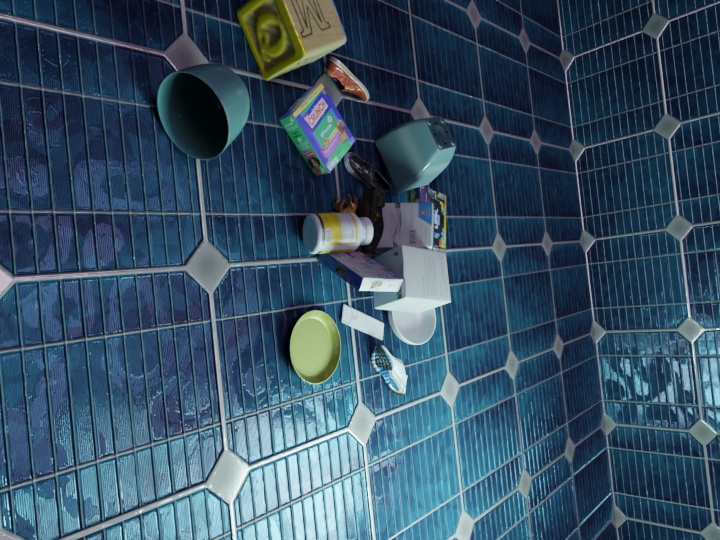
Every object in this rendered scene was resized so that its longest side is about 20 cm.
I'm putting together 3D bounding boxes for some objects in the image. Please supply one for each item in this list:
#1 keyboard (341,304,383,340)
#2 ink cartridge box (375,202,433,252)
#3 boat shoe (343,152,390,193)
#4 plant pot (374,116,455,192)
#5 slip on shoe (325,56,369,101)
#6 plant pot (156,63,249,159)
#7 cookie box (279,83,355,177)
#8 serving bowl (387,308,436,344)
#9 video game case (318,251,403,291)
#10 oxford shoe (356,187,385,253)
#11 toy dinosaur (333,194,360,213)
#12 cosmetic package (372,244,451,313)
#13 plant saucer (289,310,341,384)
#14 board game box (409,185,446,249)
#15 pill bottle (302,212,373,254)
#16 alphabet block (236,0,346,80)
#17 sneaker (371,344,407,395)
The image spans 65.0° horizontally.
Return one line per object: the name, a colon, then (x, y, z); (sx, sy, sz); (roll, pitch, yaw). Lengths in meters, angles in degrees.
keyboard: (0.009, 0.165, 1.791); (0.198, 0.010, 0.058); (29, 64, -42)
ink cartridge box: (0.138, -0.137, 1.831); (0.084, 0.193, 0.151); (45, 47, -75)
boat shoe: (0.027, -0.313, 1.834); (0.200, 0.065, 0.072); (44, 55, -35)
plant pot: (0.205, -0.415, 1.913); (0.194, 0.198, 0.201); (-22, 83, -46)
slip on shoe: (-0.043, -0.599, 1.807); (0.198, 0.074, 0.062); (29, 99, -48)
plant pot: (-0.356, -0.393, 1.348); (0.204, 0.196, 0.162); (61, 35, -21)
cookie box: (-0.124, -0.415, 1.677); (0.202, 0.074, 0.173); (55, 50, -26)
serving bowl: (0.163, 0.151, 1.908); (0.195, 0.065, 0.207); (12, 70, -33)
video game case: (0.000, 0.000, 1.674); (0.178, 0.198, 0.047); (2, 114, -46)
oxford shoe: (0.028, -0.157, 1.785); (0.072, 0.083, 0.208); (6, 90, -50)
toy dinosaur: (-0.043, -0.168, 1.744); (0.106, 0.059, 0.204); (47, 54, -34)
cosmetic package: (0.158, 0.031, 1.794); (0.195, 0.163, 0.171); (8, 70, -35)
plant saucer: (-0.134, 0.218, 1.614); (0.196, 0.030, 0.208); (9, 78, -47)
board game box: (0.248, -0.193, 2.066); (0.163, 0.056, 0.208); (12, 76, -47)
pill bottle: (-0.063, -0.111, 1.648); (0.195, 0.111, 0.116); (-5, 88, -33)
alphabet block: (-0.187, -0.673, 1.562); (0.199, 0.192, 0.201); (-40, 111, -43)
sneaker: (0.099, 0.306, 1.837); (0.203, 0.073, 0.088); (63, 39, -30)
